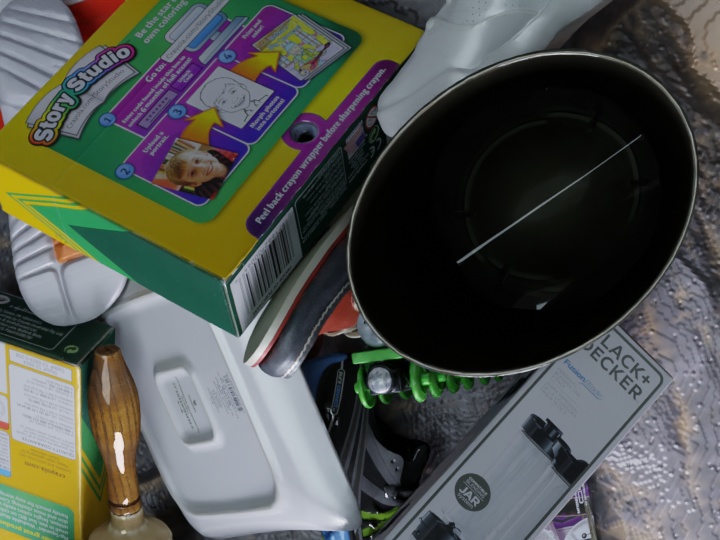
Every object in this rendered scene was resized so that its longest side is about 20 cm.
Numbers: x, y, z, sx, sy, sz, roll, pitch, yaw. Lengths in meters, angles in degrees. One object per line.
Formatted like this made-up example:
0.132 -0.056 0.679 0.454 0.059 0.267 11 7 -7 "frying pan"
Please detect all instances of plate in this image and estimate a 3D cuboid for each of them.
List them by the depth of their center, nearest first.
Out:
-0.097 0.078 0.899 0.199 0.032 0.201 -18 96 55 "plate"

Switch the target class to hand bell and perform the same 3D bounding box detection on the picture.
-0.150 0.141 0.925 0.103 0.104 0.202 6 113 16 "hand bell"

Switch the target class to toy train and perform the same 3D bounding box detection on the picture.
0.041 0.042 0.817 0.041 0.200 0.057 -9 86 20 "toy train"

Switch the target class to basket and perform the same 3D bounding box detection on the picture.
0.097 -0.036 0.772 0.180 0.200 0.137 -35 87 16 "basket"

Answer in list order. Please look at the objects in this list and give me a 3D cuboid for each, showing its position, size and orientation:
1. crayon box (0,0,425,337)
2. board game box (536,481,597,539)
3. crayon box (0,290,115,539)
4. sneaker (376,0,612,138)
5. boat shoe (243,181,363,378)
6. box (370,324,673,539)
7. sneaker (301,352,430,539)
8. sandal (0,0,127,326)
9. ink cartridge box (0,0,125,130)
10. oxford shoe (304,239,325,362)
-0.084 -0.084 0.824 0.171 0.200 0.059 26 151 22 "crayon box"
0.099 0.233 0.897 0.119 0.032 0.202 -13 98 -8 "board game box"
-0.230 0.112 0.972 0.125 0.052 0.202 17 124 14 "crayon box"
0.073 -0.150 0.756 0.199 0.075 0.089 -37 88 29 "sneaker"
0.000 0.000 0.823 0.063 0.200 0.071 42 132 -5 "boat shoe"
0.077 0.119 0.814 0.060 0.117 0.200 43 74 5 "box"
0.012 0.143 0.907 0.082 0.071 0.202 -19 108 -10 "sneaker"
-0.183 -0.071 0.926 0.078 0.059 0.209 -8 88 6 "sandal"
-0.204 -0.184 0.925 0.159 0.047 0.202 -14 94 19 "ink cartridge box"
-0.065 -0.003 0.920 0.073 0.070 0.202 16 108 40 "oxford shoe"
